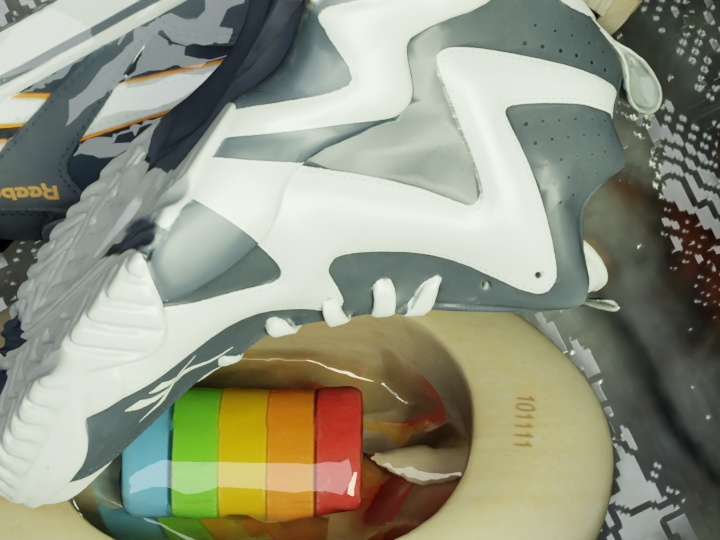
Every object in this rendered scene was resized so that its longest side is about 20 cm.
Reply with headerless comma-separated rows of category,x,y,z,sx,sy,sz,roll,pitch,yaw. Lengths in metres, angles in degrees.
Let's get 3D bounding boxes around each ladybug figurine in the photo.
ladybug figurine,-0.031,0.061,0.811,0.199,0.072,0.136,3,54,5

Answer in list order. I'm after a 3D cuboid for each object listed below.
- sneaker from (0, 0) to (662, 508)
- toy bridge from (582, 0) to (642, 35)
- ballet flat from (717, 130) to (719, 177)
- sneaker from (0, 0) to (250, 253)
sneaker,0.000,0.000,0.763,0.129,0.079,0.199,35,88,-19
toy bridge,0.049,-0.094,0.773,0.067,0.200,0.027,37,55,6
ballet flat,0.186,-0.072,0.802,0.200,0.072,0.068,-32,100,4
sneaker,-0.087,-0.033,0.822,0.200,0.078,0.080,-25,100,18
